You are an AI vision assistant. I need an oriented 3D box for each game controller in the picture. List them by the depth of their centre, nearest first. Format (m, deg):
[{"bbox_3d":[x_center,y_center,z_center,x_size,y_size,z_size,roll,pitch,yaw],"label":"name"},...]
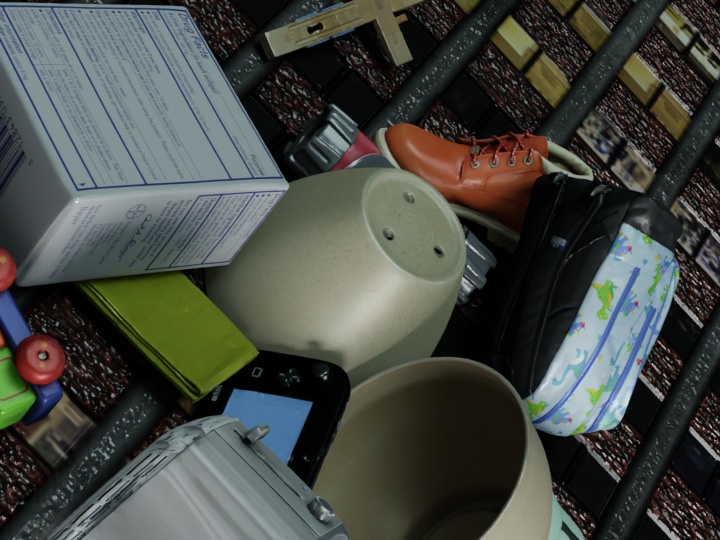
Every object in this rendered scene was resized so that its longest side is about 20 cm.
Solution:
[{"bbox_3d":[-0.079,0.134,1.422,0.104,0.042,0.200,15,45,9],"label":"game controller"}]

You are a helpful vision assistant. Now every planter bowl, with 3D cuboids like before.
[{"bbox_3d":[0.058,0.182,1.448,0.135,0.200,0.201,53,33,-41],"label":"planter bowl"}]

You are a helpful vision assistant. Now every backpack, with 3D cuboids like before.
[{"bbox_3d":[0.177,0.038,1.650,0.154,0.163,0.200,40,76,-30],"label":"backpack"}]

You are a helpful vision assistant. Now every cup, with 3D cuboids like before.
[{"bbox_3d":[0.000,0.000,1.541,0.200,0.143,0.201,23,49,-29],"label":"cup"}]

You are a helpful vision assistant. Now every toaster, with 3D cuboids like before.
[{"bbox_3d":[-0.116,0.187,1.292,0.129,0.200,0.114,51,14,9],"label":"toaster"}]

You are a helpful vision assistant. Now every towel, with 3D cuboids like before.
[{"bbox_3d":[-0.165,0.006,1.458,0.200,0.018,0.086,45,41,7],"label":"towel"}]

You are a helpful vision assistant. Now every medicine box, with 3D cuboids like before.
[{"bbox_3d":[-0.186,-0.096,1.446,0.200,0.103,0.182,-5,56,-44],"label":"medicine box"}]

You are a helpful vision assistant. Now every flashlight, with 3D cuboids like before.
[{"bbox_3d":[0.026,-0.051,1.664,0.200,0.068,0.068,44,8,-15],"label":"flashlight"}]

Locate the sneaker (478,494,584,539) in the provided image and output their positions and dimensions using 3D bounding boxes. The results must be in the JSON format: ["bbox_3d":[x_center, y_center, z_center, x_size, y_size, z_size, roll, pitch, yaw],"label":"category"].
[{"bbox_3d":[0.127,0.260,1.526,0.118,0.074,0.201,47,51,-38],"label":"sneaker"}]

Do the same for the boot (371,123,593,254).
[{"bbox_3d":[0.108,-0.094,1.729,0.200,0.107,0.075,24,37,-27],"label":"boot"}]

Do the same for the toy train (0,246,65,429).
[{"bbox_3d":[-0.292,0.023,1.317,0.116,0.085,0.200,-24,79,-35],"label":"toy train"}]

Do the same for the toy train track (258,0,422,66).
[{"bbox_3d":[-0.021,-0.223,1.768,0.200,0.032,0.115,-27,95,-42],"label":"toy train track"}]
